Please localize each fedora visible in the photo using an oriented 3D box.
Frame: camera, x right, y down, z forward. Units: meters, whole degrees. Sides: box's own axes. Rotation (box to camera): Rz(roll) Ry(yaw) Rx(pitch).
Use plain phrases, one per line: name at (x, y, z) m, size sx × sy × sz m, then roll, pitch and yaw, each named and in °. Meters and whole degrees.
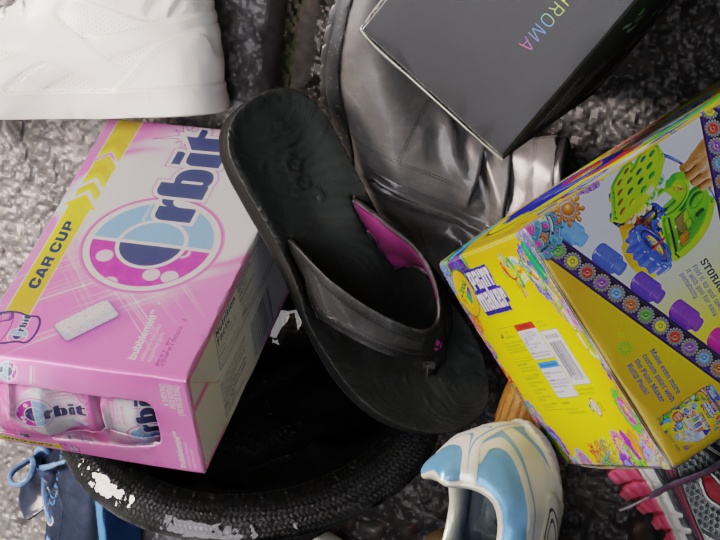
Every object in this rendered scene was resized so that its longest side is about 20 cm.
fedora at (-0.057, 0.092, 1.304) m, size 0.200 × 0.201 × 0.092 m, roll 16°, pitch 139°, yaw 15°

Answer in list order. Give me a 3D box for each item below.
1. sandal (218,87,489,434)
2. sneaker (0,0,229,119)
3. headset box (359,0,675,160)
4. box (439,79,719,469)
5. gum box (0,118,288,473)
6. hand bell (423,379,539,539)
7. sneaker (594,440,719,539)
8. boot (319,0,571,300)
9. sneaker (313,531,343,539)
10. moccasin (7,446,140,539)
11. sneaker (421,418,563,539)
sandal at (-0.001, 0.000, 1.232) m, size 0.201 × 0.075 × 0.048 m, roll 55°, pitch 157°, yaw -9°
sneaker at (-0.170, -0.139, 1.323) m, size 0.199 × 0.074 × 0.116 m, roll -1°, pitch 100°, yaw 10°
headset box at (0.107, -0.156, 1.150) m, size 0.093 × 0.200 × 0.174 m, roll 42°, pitch 113°, yaw 5°
box at (0.162, -0.010, 1.131) m, size 0.192 × 0.200 × 0.122 m, roll -32°, pitch 91°, yaw -10°
gum box at (-0.107, 0.012, 1.261) m, size 0.113 × 0.200 × 0.066 m, roll 7°, pitch 133°, yaw 17°
hand bell at (0.070, 0.121, 1.271) m, size 0.104 × 0.104 × 0.200 m, roll 26°, pitch 115°, yaw 11°
sneaker at (0.188, 0.118, 1.254) m, size 0.075 × 0.081 × 0.200 m, roll -41°, pitch 87°, yaw 21°
boot at (0.048, -0.075, 1.270) m, size 0.131 × 0.070 × 0.201 m, roll 10°, pitch 117°, yaw 13°
sneaker at (-0.039, 0.248, 1.346) m, size 0.077 × 0.111 × 0.201 m, roll 10°, pitch 106°, yaw 16°
moccasin at (-0.163, 0.130, 1.376) m, size 0.068 × 0.080 × 0.201 m, roll 10°, pitch 105°, yaw 16°
sneaker at (0.070, 0.172, 1.215) m, size 0.072 × 0.072 × 0.201 m, roll -15°, pitch 105°, yaw -21°
